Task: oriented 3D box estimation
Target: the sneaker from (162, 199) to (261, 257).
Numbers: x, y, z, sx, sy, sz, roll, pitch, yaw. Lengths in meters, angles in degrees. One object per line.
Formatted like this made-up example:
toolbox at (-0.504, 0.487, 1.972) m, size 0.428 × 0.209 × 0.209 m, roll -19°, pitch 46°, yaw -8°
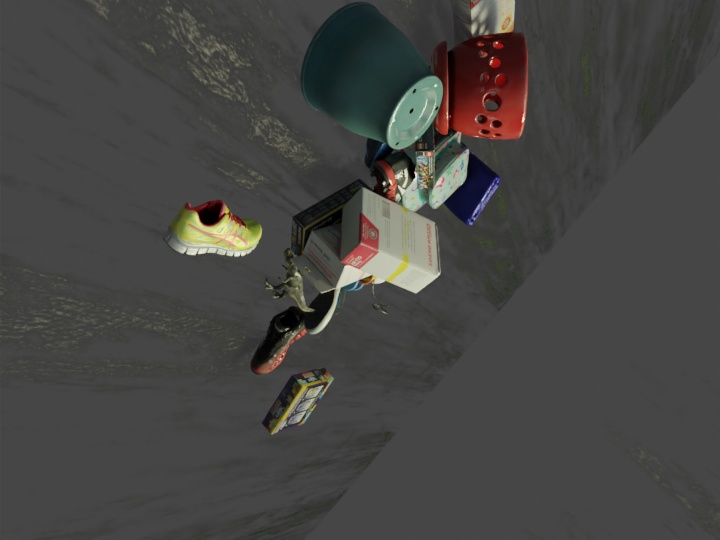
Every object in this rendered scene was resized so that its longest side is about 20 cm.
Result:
sneaker at (-0.240, -0.079, 1.072) m, size 0.199 × 0.078 × 0.091 m, roll -9°, pitch 133°, yaw -54°

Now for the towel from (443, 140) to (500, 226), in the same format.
towel at (0.249, -0.226, 1.530) m, size 0.049 × 0.201 × 0.149 m, roll 0°, pitch 131°, yaw -43°

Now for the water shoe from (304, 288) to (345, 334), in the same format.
water shoe at (-0.072, 0.085, 1.505) m, size 0.079 × 0.070 × 0.202 m, roll 61°, pitch 40°, yaw -40°

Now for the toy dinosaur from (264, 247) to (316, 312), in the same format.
toy dinosaur at (-0.162, 0.039, 1.377) m, size 0.086 × 0.048 × 0.202 m, roll -6°, pitch 136°, yaw 7°

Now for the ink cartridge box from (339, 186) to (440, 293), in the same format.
ink cartridge box at (0.062, -0.059, 1.277) m, size 0.197 × 0.147 × 0.083 m, roll 22°, pitch 140°, yaw -26°

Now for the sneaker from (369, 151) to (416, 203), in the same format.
sneaker at (0.075, -0.189, 1.318) m, size 0.097 × 0.071 × 0.201 m, roll -36°, pitch 163°, yaw -9°

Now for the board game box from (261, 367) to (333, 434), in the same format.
board game box at (-0.192, 0.398, 1.889) m, size 0.164 × 0.057 × 0.202 m, roll 1°, pitch 127°, yaw -57°

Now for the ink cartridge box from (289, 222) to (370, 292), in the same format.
ink cartridge box at (-0.040, -0.036, 1.307) m, size 0.198 × 0.117 × 0.068 m, roll -22°, pitch 148°, yaw -46°

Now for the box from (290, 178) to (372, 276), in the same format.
box at (-0.067, -0.094, 1.377) m, size 0.199 × 0.049 × 0.161 m, roll -33°, pitch 154°, yaw -31°

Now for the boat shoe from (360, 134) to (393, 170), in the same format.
boat shoe at (0.050, -0.301, 1.248) m, size 0.084 × 0.068 × 0.202 m, roll -29°, pitch 152°, yaw -52°

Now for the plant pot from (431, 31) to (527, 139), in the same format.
plant pot at (0.233, -0.362, 1.228) m, size 0.179 × 0.204 × 0.201 m, roll -2°, pitch 153°, yaw 6°

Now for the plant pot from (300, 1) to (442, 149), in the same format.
plant pot at (0.031, -0.313, 1.045) m, size 0.199 × 0.188 × 0.201 m, roll -37°, pitch 153°, yaw -22°

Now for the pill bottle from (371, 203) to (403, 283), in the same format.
pill bottle at (0.053, -0.069, 1.529) m, size 0.119 × 0.120 × 0.202 m, roll -28°, pitch 149°, yaw -36°

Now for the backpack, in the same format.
backpack at (0.152, -0.235, 1.430) m, size 0.199 × 0.151 × 0.178 m, roll -36°, pitch 155°, yaw -13°

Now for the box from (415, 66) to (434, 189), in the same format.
box at (0.129, -0.290, 1.259) m, size 0.037 × 0.204 × 0.137 m, roll -2°, pitch 157°, yaw 5°

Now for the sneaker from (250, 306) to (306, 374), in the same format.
sneaker at (-0.201, 0.163, 1.487) m, size 0.201 × 0.071 × 0.098 m, roll -48°, pitch 156°, yaw -5°

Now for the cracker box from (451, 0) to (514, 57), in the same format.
cracker box at (0.252, -0.532, 1.252) m, size 0.134 × 0.058 × 0.200 m, roll -45°, pitch 157°, yaw -8°

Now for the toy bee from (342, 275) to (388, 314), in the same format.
toy bee at (0.000, 0.000, 1.461) m, size 0.110 × 0.198 × 0.131 m, roll -61°, pitch -175°, yaw 7°
